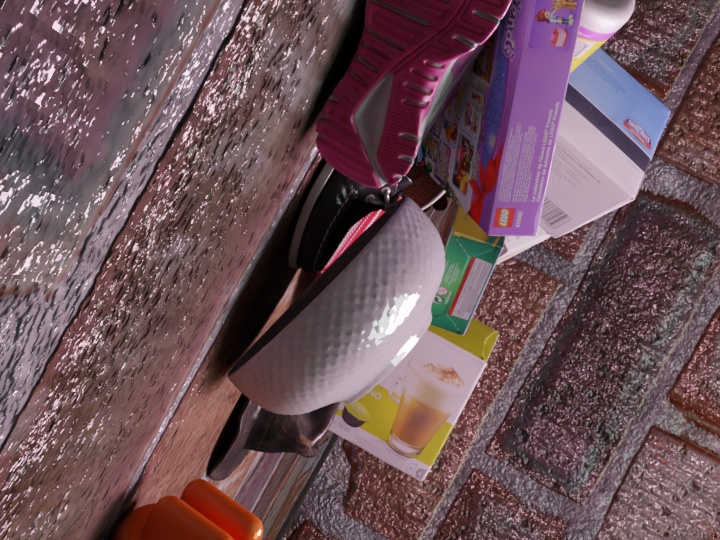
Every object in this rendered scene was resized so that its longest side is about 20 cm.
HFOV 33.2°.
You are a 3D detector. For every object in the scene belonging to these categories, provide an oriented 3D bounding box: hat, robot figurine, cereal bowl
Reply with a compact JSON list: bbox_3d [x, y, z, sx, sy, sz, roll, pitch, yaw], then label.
[{"bbox_3d":[-0.065,0.141,1.183,0.201,0.081,0.201,-59,174,-9],"label":"hat"},{"bbox_3d":[-0.143,0.248,0.856,0.200,0.116,0.144,-64,-159,19],"label":"robot figurine"},{"bbox_3d":[-0.005,0.039,0.927,0.200,0.083,0.200,-45,-175,5],"label":"cereal bowl"}]

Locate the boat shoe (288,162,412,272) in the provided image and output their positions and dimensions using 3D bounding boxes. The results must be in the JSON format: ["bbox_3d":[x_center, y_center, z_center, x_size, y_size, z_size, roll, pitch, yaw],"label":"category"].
[{"bbox_3d":[0.014,-0.081,0.893,0.200,0.060,0.074,-61,174,-4],"label":"boat shoe"}]

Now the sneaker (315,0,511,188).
[{"bbox_3d":[0.039,-0.151,0.739,0.200,0.081,0.088,-57,-178,34],"label":"sneaker"}]

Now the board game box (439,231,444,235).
[{"bbox_3d":[0.089,-0.040,1.384,0.200,0.026,0.200,-23,-179,10],"label":"board game box"}]

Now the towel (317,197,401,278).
[{"bbox_3d":[0.000,0.000,1.124,0.145,0.022,0.200,-55,154,-35],"label":"towel"}]

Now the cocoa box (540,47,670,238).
[{"bbox_3d":[0.192,-0.158,1.243,0.133,0.200,0.131,-32,-156,55],"label":"cocoa box"}]

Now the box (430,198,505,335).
[{"bbox_3d":[0.102,-0.056,1.031,0.117,0.048,0.200,108,-1,-48],"label":"box"}]

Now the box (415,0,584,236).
[{"bbox_3d":[0.089,-0.139,0.785,0.137,0.039,0.200,-124,-142,-59],"label":"box"}]

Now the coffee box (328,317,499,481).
[{"bbox_3d":[0.062,0.143,1.726,0.198,0.199,0.200,-63,173,14],"label":"coffee box"}]

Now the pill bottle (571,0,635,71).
[{"bbox_3d":[0.110,-0.176,0.937,0.200,0.104,0.104,-41,-170,44],"label":"pill bottle"}]

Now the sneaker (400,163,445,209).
[{"bbox_3d":[0.083,-0.145,1.131,0.200,0.073,0.085,-63,176,29],"label":"sneaker"}]

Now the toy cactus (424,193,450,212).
[{"bbox_3d":[0.125,-0.155,1.436,0.165,0.102,0.200,-110,-138,-82],"label":"toy cactus"}]

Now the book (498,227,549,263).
[{"bbox_3d":[0.131,-0.022,1.333,0.133,0.048,0.200,-24,178,26],"label":"book"}]
